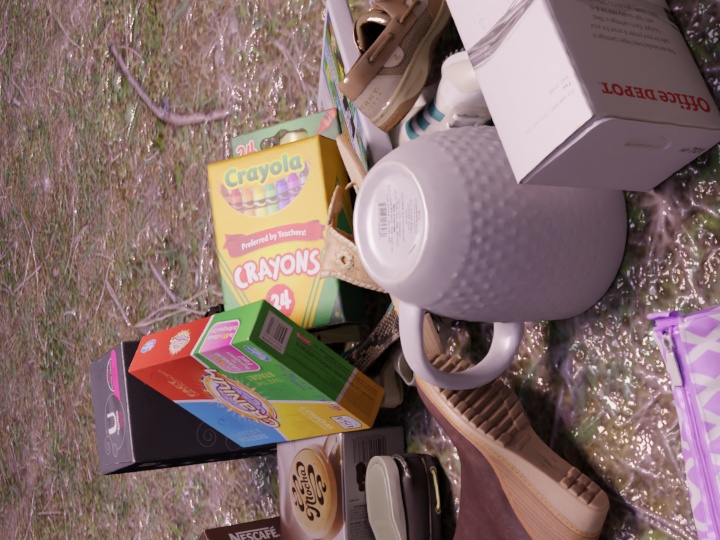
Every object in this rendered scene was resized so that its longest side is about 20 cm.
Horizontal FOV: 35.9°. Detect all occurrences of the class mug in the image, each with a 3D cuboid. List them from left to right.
[{"bbox_3d":[0.086,-0.009,0.840,0.147,0.173,0.204,19,105,52],"label":"mug"}]

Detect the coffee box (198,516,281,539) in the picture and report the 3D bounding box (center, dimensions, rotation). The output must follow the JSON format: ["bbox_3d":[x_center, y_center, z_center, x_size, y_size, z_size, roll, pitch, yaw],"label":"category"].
[{"bbox_3d":[-0.094,0.364,1.142,0.201,0.113,0.080,58,134,34],"label":"coffee box"}]

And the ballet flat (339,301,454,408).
[{"bbox_3d":[0.031,0.078,1.010,0.200,0.067,0.076,-49,55,38],"label":"ballet flat"}]

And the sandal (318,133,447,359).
[{"bbox_3d":[0.001,0.001,0.912,0.078,0.069,0.214,-139,24,-79],"label":"sandal"}]

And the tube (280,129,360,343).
[{"bbox_3d":[-0.047,-0.030,1.063,0.057,0.051,0.204,-12,80,41],"label":"tube"}]

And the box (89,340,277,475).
[{"bbox_3d":[-0.171,0.139,1.170,0.106,0.197,0.124,-27,69,54],"label":"box"}]

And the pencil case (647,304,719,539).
[{"bbox_3d":[0.240,0.116,0.706,0.084,0.084,0.203,-28,69,52],"label":"pencil case"}]

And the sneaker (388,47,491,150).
[{"bbox_3d":[0.076,-0.113,0.917,0.199,0.069,0.095,163,116,-64],"label":"sneaker"}]

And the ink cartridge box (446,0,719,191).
[{"bbox_3d":[0.149,-0.163,0.776,0.086,0.145,0.203,-39,60,45],"label":"ink cartridge box"}]

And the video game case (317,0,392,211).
[{"bbox_3d":[-0.003,-0.115,1.022,0.183,0.022,0.203,102,154,-67],"label":"video game case"}]

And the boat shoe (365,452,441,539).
[{"bbox_3d":[0.048,0.266,0.989,0.072,0.060,0.205,165,102,-64],"label":"boat shoe"}]

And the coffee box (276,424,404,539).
[{"bbox_3d":[-0.016,0.251,1.061,0.112,0.079,0.204,-7,84,52],"label":"coffee box"}]

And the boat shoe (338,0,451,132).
[{"bbox_3d":[0.030,-0.202,0.935,0.071,0.064,0.202,-44,20,40],"label":"boat shoe"}]

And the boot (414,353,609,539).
[{"bbox_3d":[0.093,0.184,0.893,0.200,0.072,0.168,42,129,25],"label":"boot"}]

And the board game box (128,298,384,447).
[{"bbox_3d":[-0.098,0.100,1.014,0.199,0.152,0.041,-17,43,47],"label":"board game box"}]

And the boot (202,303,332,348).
[{"bbox_3d":[-0.091,0.022,1.104,0.077,0.136,0.204,-149,66,-65],"label":"boot"}]

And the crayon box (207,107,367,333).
[{"bbox_3d":[-0.071,-0.041,1.021,0.125,0.051,0.204,-12,82,26],"label":"crayon box"}]
